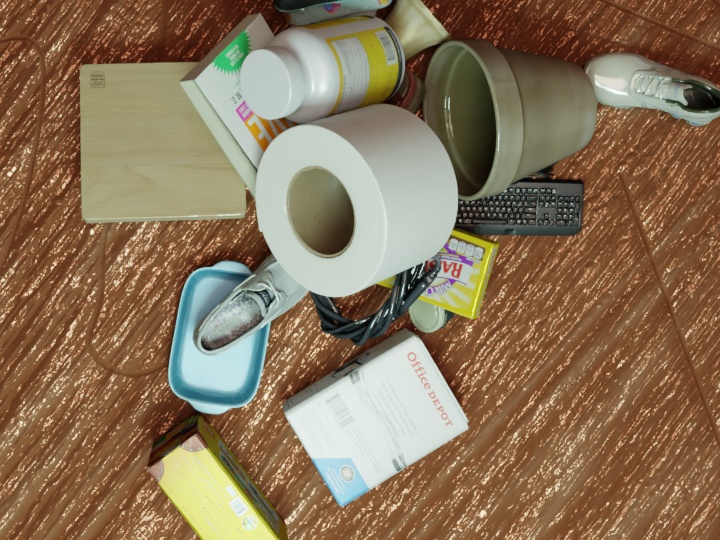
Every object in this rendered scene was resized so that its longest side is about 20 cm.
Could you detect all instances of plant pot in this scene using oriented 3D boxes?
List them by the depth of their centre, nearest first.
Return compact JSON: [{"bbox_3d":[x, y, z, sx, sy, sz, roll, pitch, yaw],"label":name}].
[{"bbox_3d":[0.198,-0.201,1.476,0.173,0.200,0.201,-11,96,-23],"label":"plant pot"}]

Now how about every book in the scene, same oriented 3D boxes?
[{"bbox_3d":[-0.118,-0.191,1.409,0.134,0.048,0.200,-52,125,-28],"label":"book"}]

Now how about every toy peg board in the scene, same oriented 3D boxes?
[{"bbox_3d":[-0.249,-0.153,1.470,0.199,0.098,0.200,-2,79,-7],"label":"toy peg board"}]

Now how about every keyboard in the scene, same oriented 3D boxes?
[{"bbox_3d":[0.204,-0.098,1.545,0.199,0.040,0.104,0,95,-8],"label":"keyboard"}]

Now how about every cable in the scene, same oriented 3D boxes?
[{"bbox_3d":[0.000,0.000,1.481,0.163,0.051,0.200,48,115,14],"label":"cable"}]

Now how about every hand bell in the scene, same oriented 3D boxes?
[{"bbox_3d":[0.013,-0.268,1.495,0.200,0.104,0.104,-41,98,9],"label":"hand bell"}]

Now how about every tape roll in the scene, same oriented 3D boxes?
[{"bbox_3d":[-0.005,-0.084,1.351,0.139,0.202,0.203,-23,99,-45],"label":"tape roll"}]

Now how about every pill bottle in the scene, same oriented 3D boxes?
[{"bbox_3d":[-0.046,-0.237,1.374,0.200,0.112,0.112,-23,99,-46],"label":"pill bottle"}]

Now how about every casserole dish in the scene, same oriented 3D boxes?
[{"bbox_3d":[-0.182,0.086,1.512,0.121,0.039,0.201,10,92,-7],"label":"casserole dish"}]

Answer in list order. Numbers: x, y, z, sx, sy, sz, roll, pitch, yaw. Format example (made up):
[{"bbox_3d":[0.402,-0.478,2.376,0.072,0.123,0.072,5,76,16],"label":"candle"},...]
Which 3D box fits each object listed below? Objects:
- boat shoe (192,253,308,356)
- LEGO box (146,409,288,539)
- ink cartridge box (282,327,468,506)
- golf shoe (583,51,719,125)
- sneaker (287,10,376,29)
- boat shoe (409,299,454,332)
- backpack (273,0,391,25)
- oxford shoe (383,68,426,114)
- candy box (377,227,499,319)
[{"bbox_3d":[-0.127,0.040,1.460,0.201,0.072,0.070,-40,99,-3],"label":"boat shoe"},{"bbox_3d":[-0.179,0.289,1.472,0.077,0.149,0.200,-36,97,-3],"label":"LEGO box"},{"bbox_3d":[0.018,0.190,1.520,0.200,0.086,0.147,-31,98,-5],"label":"ink cartridge box"},{"bbox_3d":[0.394,-0.246,1.529,0.199,0.097,0.079,11,95,-6],"label":"golf shoe"},{"bbox_3d":[-0.058,-0.296,1.473,0.200,0.088,0.075,-38,96,-3],"label":"sneaker"},{"bbox_3d":[0.101,-0.022,1.528,0.066,0.074,0.200,-11,95,-48],"label":"boat shoe"},{"bbox_3d":[-0.045,-0.410,1.426,0.175,0.153,0.200,-14,59,-4],"label":"backpack"},{"bbox_3d":[0.017,-0.170,1.502,0.200,0.075,0.070,-48,63,17],"label":"oxford shoe"},{"bbox_3d":[0.072,-0.018,1.486,0.200,0.026,0.102,20,106,23],"label":"candy box"}]
